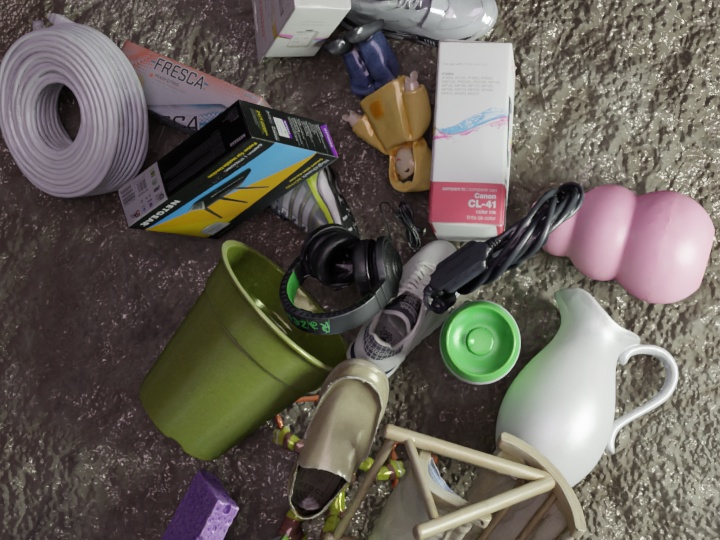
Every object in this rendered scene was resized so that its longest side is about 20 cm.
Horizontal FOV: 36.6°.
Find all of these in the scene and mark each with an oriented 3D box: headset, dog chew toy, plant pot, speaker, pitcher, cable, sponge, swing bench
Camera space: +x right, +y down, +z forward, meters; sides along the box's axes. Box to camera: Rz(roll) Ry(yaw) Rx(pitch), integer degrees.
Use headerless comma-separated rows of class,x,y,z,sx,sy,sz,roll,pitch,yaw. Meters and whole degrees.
headset,0.000,0.000,1.176,0.123,0.094,0.200,15,52,36
dog chew toy,0.286,-0.038,1.212,0.198,0.125,0.126,15,86,14
plant pot,-0.140,0.105,1.209,0.200,0.200,0.190,46,102,7
speaker,0.126,0.079,1.167,0.087,0.200,0.090,0,84,4
pitcher,0.250,0.146,1.199,0.170,0.121,0.201,28,75,-1
cable,-0.334,-0.183,1.257,0.199,0.069,0.202,21,113,26
sponge,-0.205,0.332,1.215,0.030,0.111,0.201,28,87,-23
swing bench,0.094,0.273,1.130,0.198,0.200,0.130,6,42,-24
cable,0.159,-0.022,1.137,0.200,0.163,0.051,-39,78,25

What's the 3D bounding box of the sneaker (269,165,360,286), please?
sneaker,-0.059,-0.069,1.271,0.080,0.074,0.202,-24,78,13

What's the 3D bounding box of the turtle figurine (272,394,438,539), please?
turtle figurine,-0.023,0.237,1.232,0.198,0.064,0.163,18,86,6

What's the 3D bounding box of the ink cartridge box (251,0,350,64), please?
ink cartridge box,-0.073,-0.318,1.242,0.067,0.200,0.118,-3,84,-18

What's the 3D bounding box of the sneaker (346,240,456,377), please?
sneaker,0.061,0.034,1.209,0.076,0.081,0.201,30,58,7

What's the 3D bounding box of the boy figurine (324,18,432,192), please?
boy figurine,0.029,-0.181,1.256,0.124,0.064,0.202,-15,100,44

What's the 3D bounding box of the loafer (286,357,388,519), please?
loafer,-0.024,0.183,1.136,0.075,0.068,0.201,18,116,-6

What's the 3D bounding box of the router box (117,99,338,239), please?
router box,-0.145,-0.105,1.194,0.199,0.149,0.052,-30,70,31

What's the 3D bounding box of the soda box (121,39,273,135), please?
soda box,-0.200,-0.198,1.273,0.199,0.064,0.069,24,86,19

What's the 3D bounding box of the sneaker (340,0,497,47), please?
sneaker,0.061,-0.313,1.255,0.198,0.115,0.076,6,85,5

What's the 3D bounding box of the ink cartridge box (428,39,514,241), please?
ink cartridge box,0.126,-0.139,1.215,0.085,0.148,0.202,5,86,10

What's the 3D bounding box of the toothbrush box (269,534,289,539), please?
toothbrush box,-0.094,0.409,1.161,0.085,0.146,0.202,-22,90,15
